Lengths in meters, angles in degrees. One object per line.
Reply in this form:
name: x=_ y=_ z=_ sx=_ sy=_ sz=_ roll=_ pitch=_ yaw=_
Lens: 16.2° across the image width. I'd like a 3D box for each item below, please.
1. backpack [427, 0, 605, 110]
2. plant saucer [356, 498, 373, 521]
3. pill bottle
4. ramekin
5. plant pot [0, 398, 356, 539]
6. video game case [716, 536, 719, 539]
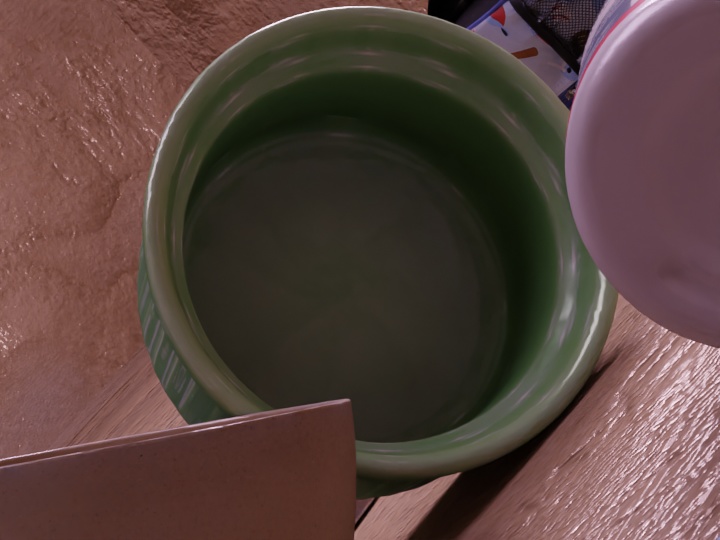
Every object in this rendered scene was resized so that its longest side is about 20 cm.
backpack: x=0.136 y=-0.153 z=1.389 sx=0.190 sy=0.154 sz=0.200 roll=-30 pitch=7 yaw=39
plant saucer: x=-0.062 y=0.148 z=1.253 sx=0.200 sy=0.032 sz=0.200 roll=-44 pitch=5 yaw=5
pill bottle: x=0.131 y=-0.054 z=0.843 sx=0.120 sy=0.120 sz=0.200 roll=-43 pitch=5 yaw=15
ramekin: x=0.000 y=0.000 z=1.057 sx=0.200 sy=0.200 sz=0.098 roll=-47 pitch=-2 yaw=-22
plant pot: x=-0.091 y=0.129 z=0.890 sx=0.199 sy=0.135 sz=0.200 roll=-10 pitch=-2 yaw=0
video game case: x=0.120 y=0.058 z=0.476 sx=0.200 sy=0.045 sz=0.181 roll=-46 pitch=6 yaw=-8
